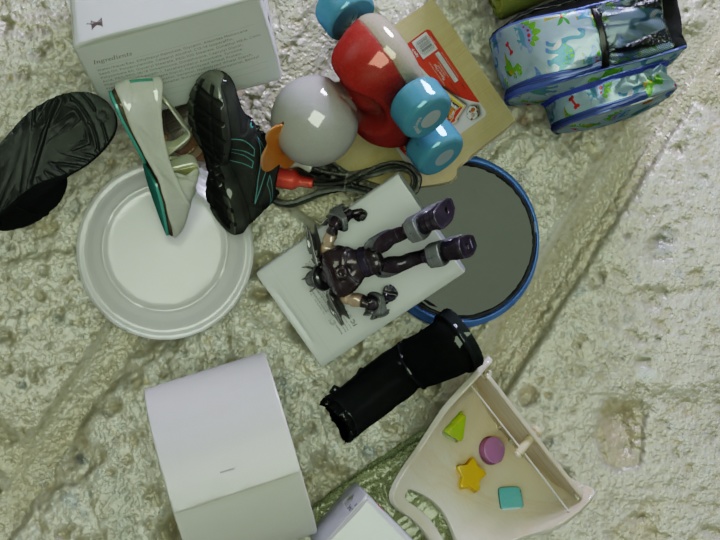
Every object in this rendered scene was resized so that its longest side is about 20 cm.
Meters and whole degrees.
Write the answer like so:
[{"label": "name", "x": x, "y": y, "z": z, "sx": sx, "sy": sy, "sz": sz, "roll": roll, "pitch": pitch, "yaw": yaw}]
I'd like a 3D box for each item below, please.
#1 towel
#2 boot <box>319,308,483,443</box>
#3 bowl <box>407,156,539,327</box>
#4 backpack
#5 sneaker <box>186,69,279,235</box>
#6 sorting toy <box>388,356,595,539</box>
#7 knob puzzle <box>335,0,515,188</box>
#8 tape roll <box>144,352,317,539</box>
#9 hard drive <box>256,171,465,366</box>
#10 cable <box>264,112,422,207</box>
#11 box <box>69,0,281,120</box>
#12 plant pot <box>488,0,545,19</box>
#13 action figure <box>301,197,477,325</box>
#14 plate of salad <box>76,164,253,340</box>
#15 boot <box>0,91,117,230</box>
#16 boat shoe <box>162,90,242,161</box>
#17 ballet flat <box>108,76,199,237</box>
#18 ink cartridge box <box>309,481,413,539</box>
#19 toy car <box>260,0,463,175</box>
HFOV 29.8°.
[{"label": "towel", "x": 0.048, "y": 0.283, "z": 1.554, "sx": 0.198, "sy": 0.036, "sz": 0.150, "roll": -30, "pitch": 92, "yaw": -6}, {"label": "boot", "x": 0.040, "y": 0.118, "z": 1.480, "sx": 0.161, "sy": 0.198, "sz": 0.074, "roll": -33, "pitch": 90, "yaw": -12}, {"label": "bowl", "x": 0.113, "y": -0.034, "z": 1.563, "sx": 0.197, "sy": 0.039, "sz": 0.204, "roll": 0, "pitch": 90, "yaw": -6}, {"label": "backpack", "x": 0.251, "y": -0.233, "z": 1.510, "sx": 0.197, "sy": 0.183, "sz": 0.149, "roll": -12, "pitch": 90, "yaw": -2}, {"label": "sneaker", "x": -0.133, "y": -0.135, "z": 1.453, "sx": 0.079, "sy": 0.202, "sz": 0.075, "roll": -30, "pitch": 49, "yaw": -24}, {"label": "sorting toy", "x": 0.126, "y": 0.231, "z": 1.504, "sx": 0.180, "sy": 0.107, "sz": 0.201, "roll": -42, "pitch": 99, "yaw": -19}, {"label": "knob puzzle", "x": 0.052, "y": -0.179, "z": 1.551, "sx": 0.216, "sy": 0.030, "sz": 0.223, "roll": -2, "pitch": 82, "yaw": 12}, {"label": "tape roll", "x": -0.140, "y": 0.205, "z": 1.452, "sx": 0.137, "sy": 0.203, "sz": 0.206, "roll": -16, "pitch": 91, "yaw": -5}, {"label": "hard drive", "x": 0.000, "y": 0.000, "z": 1.519, "sx": 0.199, "sy": 0.027, "sz": 0.133, "roll": -34, "pitch": 98, "yaw": 15}, {"label": "cable", "x": -0.034, "y": -0.103, "z": 1.520, "sx": 0.197, "sy": 0.050, "sz": 0.099, "roll": 19, "pitch": 94, "yaw": 15}, {"label": "box", "x": -0.200, "y": -0.294, "z": 1.436, "sx": 0.197, "sy": 0.131, "sz": 0.201, "roll": -14, "pitch": 59, "yaw": 2}, {"label": "plant pot", "x": 0.203, "y": -0.383, "z": 1.515, "sx": 0.183, "sy": 0.200, "sz": 0.202, "roll": -29, "pitch": 92, "yaw": 5}, {"label": "action figure", "x": 0.020, "y": -0.014, "z": 1.466, "sx": 0.198, "sy": 0.069, "sz": 0.131, "roll": -17, "pitch": 109, "yaw": 26}, {"label": "plate of salad", "x": -0.219, "y": -0.022, "z": 1.523, "sx": 0.197, "sy": 0.048, "sz": 0.203, "roll": 1, "pitch": 79, "yaw": -5}, {"label": "boot", "x": -0.339, "y": -0.114, "z": 1.448, "sx": 0.199, "sy": 0.168, "sz": 0.077, "roll": -37, "pitch": 93, "yaw": 0}, {"label": "boat shoe", "x": -0.169, "y": -0.216, "z": 1.525, "sx": 0.072, "sy": 0.075, "sz": 0.202, "roll": 33, "pitch": 72, "yaw": -42}, {"label": "ballet flat", "x": -0.204, "y": -0.119, "z": 1.429, "sx": 0.069, "sy": 0.070, "sz": 0.202, "roll": -21, "pitch": 131, "yaw": -6}, {"label": "ink cartridge box", "x": 0.041, "y": 0.333, "z": 1.461, "sx": 0.083, "sy": 0.147, "sz": 0.200, "roll": -44, "pitch": 91, "yaw": -6}, {"label": "toy car", "x": -0.025, "y": -0.166, "z": 1.451, "sx": 0.199, "sy": 0.177, "sz": 0.185, "roll": -35, "pitch": 66, "yaw": -2}]
